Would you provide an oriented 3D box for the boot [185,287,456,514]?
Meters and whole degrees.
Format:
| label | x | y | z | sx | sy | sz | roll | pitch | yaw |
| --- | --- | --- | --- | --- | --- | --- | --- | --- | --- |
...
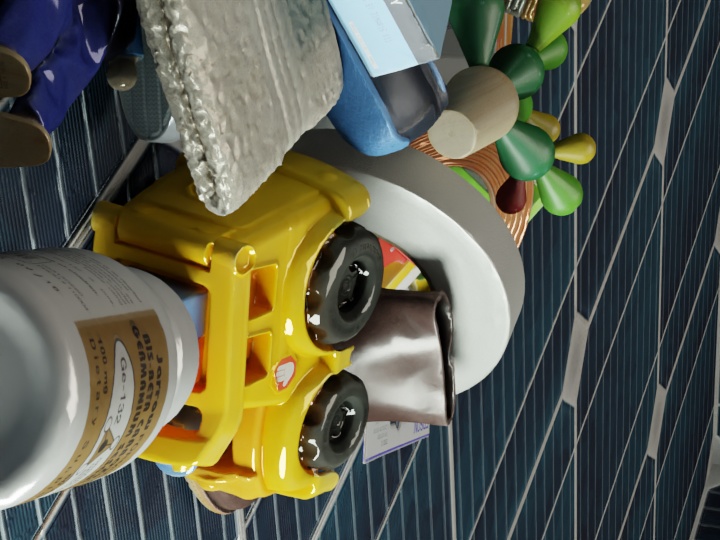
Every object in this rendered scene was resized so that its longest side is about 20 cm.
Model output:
| label | x | y | z | sx | sy | sz | roll | pitch | yaw |
| --- | --- | --- | --- | --- | --- | --- | --- | --- | --- |
| boot | -0.026 | 0.083 | 1.545 | 0.072 | 0.166 | 0.200 | -60 | 155 | -51 |

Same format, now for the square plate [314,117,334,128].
| label | x | y | z | sx | sy | sz | roll | pitch | yaw |
| --- | --- | --- | --- | --- | --- | --- | --- | --- | --- |
| square plate | -0.039 | -0.030 | 1.708 | 0.198 | 0.028 | 0.200 | -50 | 144 | -62 |

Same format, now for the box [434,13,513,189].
| label | x | y | z | sx | sy | sz | roll | pitch | yaw |
| --- | --- | --- | --- | --- | --- | --- | --- | --- | --- |
| box | 0.055 | -0.169 | 1.772 | 0.125 | 0.097 | 0.200 | 86 | 9 | -46 |

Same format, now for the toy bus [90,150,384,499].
| label | x | y | z | sx | sy | sz | roll | pitch | yaw |
| --- | --- | --- | --- | --- | --- | --- | --- | --- | --- |
| toy bus | -0.091 | 0.047 | 1.400 | 0.192 | 0.135 | 0.200 | -30 | 130 | -55 |

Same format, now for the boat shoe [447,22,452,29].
| label | x | y | z | sx | sy | sz | roll | pitch | yaw |
| --- | --- | --- | --- | --- | --- | --- | --- | --- | --- |
| boat shoe | 0.001 | -0.232 | 1.598 | 0.200 | 0.068 | 0.072 | 68 | -27 | 24 |

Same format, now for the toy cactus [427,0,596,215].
| label | x | y | z | sx | sy | sz | roll | pitch | yaw |
| --- | --- | --- | --- | --- | --- | --- | --- | --- | --- |
| toy cactus | 0.076 | -0.114 | 1.503 | 0.165 | 0.102 | 0.200 | -46 | 131 | -55 |

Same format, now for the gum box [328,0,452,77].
| label | x | y | z | sx | sy | sz | roll | pitch | yaw |
| --- | --- | --- | --- | --- | --- | --- | --- | --- | --- |
| gum box | 0.003 | -0.231 | 1.341 | 0.170 | 0.044 | 0.200 | 59 | 30 | -35 |

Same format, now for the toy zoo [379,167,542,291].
| label | x | y | z | sx | sy | sz | roll | pitch | yaw |
| --- | --- | --- | --- | --- | --- | --- | --- | --- | --- |
| toy zoo | 0.037 | -0.013 | 1.705 | 0.200 | 0.020 | 0.131 | -48 | 144 | 1 |

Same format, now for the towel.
| label | x | y | z | sx | sy | sz | roll | pitch | yaw |
| --- | --- | --- | --- | --- | --- | --- | --- | --- | --- |
| towel | -0.068 | -0.142 | 1.299 | 0.133 | 0.034 | 0.200 | -50 | 135 | -44 |

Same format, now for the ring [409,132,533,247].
| label | x | y | z | sx | sy | sz | roll | pitch | yaw |
| --- | --- | --- | --- | --- | --- | --- | --- | --- | --- |
| ring | 0.032 | -0.016 | 1.664 | 0.200 | 0.019 | 0.201 | -26 | 138 | -26 |

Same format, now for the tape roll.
| label | x | y | z | sx | sy | sz | roll | pitch | yaw |
| --- | --- | --- | --- | --- | --- | --- | --- | --- | --- |
| tape roll | 0.000 | 0.000 | 1.540 | 0.203 | 0.202 | 0.037 | 83 | 24 | -44 |

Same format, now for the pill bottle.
| label | x | y | z | sx | sy | sz | roll | pitch | yaw |
| --- | --- | --- | --- | --- | --- | --- | --- | --- | --- |
| pill bottle | -0.149 | 0.047 | 1.183 | 0.200 | 0.114 | 0.115 | -10 | 107 | -74 |

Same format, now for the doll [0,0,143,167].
| label | x | y | z | sx | sy | sz | roll | pitch | yaw |
| --- | --- | --- | --- | --- | --- | --- | --- | --- | --- |
| doll | -0.139 | -0.141 | 1.247 | 0.200 | 0.048 | 0.137 | -64 | 151 | -49 |

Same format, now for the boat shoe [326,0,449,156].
| label | x | y | z | sx | sy | sz | roll | pitch | yaw |
| --- | --- | --- | --- | --- | --- | --- | --- | --- | --- |
| boat shoe | -0.017 | -0.162 | 1.411 | 0.069 | 0.084 | 0.200 | -31 | 104 | -35 |

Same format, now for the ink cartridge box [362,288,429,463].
| label | x | y | z | sx | sy | sz | roll | pitch | yaw |
| --- | --- | --- | --- | --- | --- | --- | --- | --- | --- |
| ink cartridge box | 0.021 | 0.037 | 1.929 | 0.198 | 0.043 | 0.200 | -6 | 102 | -74 |

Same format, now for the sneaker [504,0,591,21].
| label | x | y | z | sx | sy | sz | roll | pitch | yaw |
| --- | --- | --- | --- | --- | --- | --- | --- | --- | --- |
| sneaker | 0.078 | -0.241 | 1.700 | 0.076 | 0.200 | 0.088 | -62 | 170 | 30 |

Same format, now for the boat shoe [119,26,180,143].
| label | x | y | z | sx | sy | sz | roll | pitch | yaw |
| --- | --- | --- | --- | --- | --- | --- | --- | --- | --- |
| boat shoe | -0.084 | -0.168 | 1.352 | 0.067 | 0.073 | 0.200 | -3 | 103 | -40 |
